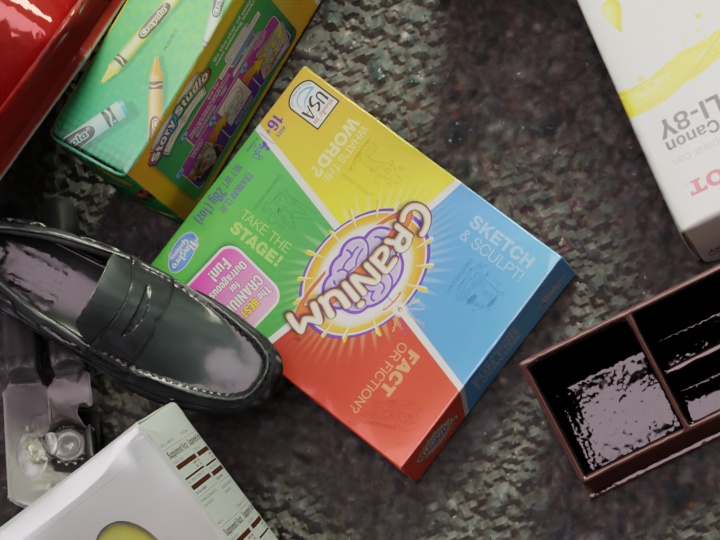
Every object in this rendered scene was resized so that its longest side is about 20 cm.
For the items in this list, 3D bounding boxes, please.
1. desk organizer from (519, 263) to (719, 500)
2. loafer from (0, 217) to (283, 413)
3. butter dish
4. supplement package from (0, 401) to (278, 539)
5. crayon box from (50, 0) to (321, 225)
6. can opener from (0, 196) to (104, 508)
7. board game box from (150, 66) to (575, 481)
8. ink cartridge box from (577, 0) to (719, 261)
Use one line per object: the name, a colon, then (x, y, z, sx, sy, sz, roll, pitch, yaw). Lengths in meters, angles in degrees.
desk organizer: (0.193, 0.044, 1.511, 0.199, 0.077, 0.072, -27, 70, 8)
loafer: (-0.139, 0.025, 1.567, 0.200, 0.070, 0.068, 24, 79, 12)
butter dish: (-0.236, -0.136, 1.580, 0.148, 0.200, 0.200, 36, 114, -9)
supplement package: (-0.123, 0.210, 1.496, 0.191, 0.147, 0.200, -38, 88, 4)
crayon box: (-0.090, -0.136, 1.616, 0.058, 0.119, 0.201, 29, 85, 19)
can opener: (-0.183, 0.056, 1.635, 0.053, 0.067, 0.201, -8, 61, 3)
board game box: (0.000, 0.000, 1.598, 0.200, 0.040, 0.153, 37, 89, 21)
ink cartridge box: (0.210, -0.128, 1.542, 0.145, 0.083, 0.201, -25, 74, 10)
